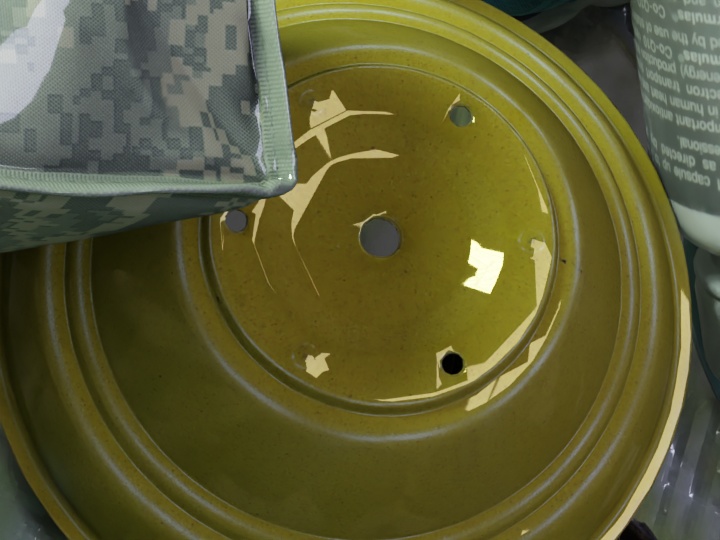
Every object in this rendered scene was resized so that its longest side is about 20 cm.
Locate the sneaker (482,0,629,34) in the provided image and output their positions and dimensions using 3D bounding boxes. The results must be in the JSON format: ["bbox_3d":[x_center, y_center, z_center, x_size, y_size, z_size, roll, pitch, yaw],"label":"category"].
[{"bbox_3d":[0.083,-0.119,0.924,0.200,0.080,0.078,-10,86,-35],"label":"sneaker"}]

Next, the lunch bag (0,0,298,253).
[{"bbox_3d":[-0.142,-0.062,0.706,0.200,0.164,0.118,1,85,-35],"label":"lunch bag"}]

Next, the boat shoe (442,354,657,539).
[{"bbox_3d":[0.047,0.095,0.856,0.074,0.073,0.200,-13,87,-35],"label":"boat shoe"}]

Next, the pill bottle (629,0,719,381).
[{"bbox_3d":[0.134,-0.069,0.853,0.113,0.113,0.200,-25,116,-36],"label":"pill bottle"}]

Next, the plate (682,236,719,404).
[{"bbox_3d":[0.202,-0.005,0.943,0.200,0.026,0.201,0,90,3],"label":"plate"}]

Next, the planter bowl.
[{"bbox_3d":[0.000,0.000,0.792,0.200,0.083,0.201,2,75,-7],"label":"planter bowl"}]
